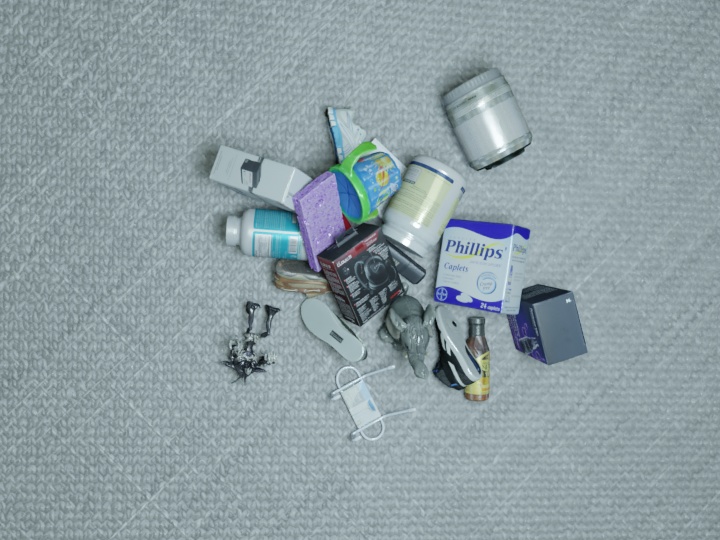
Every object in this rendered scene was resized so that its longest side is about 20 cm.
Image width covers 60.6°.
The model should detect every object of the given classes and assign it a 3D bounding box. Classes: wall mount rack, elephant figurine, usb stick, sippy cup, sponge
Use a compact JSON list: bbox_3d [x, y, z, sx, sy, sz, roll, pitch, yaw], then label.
[{"bbox_3d":[0.028,0.316,1.491,0.172,0.075,0.202,-27,96,-5],"label":"wall mount rack"},{"bbox_3d":[0.123,0.136,1.430,0.142,0.200,0.155,-45,96,-2],"label":"elephant figurine"},{"bbox_3d":[0.073,-0.038,1.486,0.199,0.055,0.033,37,46,-11],"label":"usb stick"},{"bbox_3d":[0.016,-0.195,1.363,0.130,0.178,0.141,-32,91,-21],"label":"sippy cup"},{"bbox_3d":[-0.085,-0.106,1.369,0.111,0.030,0.202,-42,139,-31],"label":"sponge"}]

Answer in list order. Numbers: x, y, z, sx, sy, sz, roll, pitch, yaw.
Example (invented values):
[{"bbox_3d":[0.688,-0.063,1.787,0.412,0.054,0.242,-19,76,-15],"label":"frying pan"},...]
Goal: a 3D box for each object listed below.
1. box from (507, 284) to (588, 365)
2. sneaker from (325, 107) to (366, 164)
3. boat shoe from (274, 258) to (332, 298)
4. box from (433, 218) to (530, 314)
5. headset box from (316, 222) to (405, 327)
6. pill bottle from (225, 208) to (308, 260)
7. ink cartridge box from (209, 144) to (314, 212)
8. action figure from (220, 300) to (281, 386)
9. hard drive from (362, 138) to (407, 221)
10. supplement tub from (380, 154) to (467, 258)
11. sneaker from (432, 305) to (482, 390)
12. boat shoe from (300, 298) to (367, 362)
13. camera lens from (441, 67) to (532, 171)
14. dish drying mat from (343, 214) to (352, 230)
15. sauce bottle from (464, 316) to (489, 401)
[{"bbox_3d":[0.434,0.123,1.466,0.103,0.200,0.150,-16,94,-6],"label":"box"},{"bbox_3d":[-0.023,-0.292,1.445,0.085,0.075,0.203,-10,83,-9],"label":"sneaker"},{"bbox_3d":[-0.112,0.026,1.469,0.197,0.076,0.072,12,121,-16],"label":"boat shoe"},{"bbox_3d":[0.282,-0.011,1.442,0.182,0.104,0.203,9,92,38],"label":"box"},{"bbox_3d":[0.000,0.000,1.407,0.148,0.077,0.202,-37,120,-24],"label":"headset box"},{"bbox_3d":[-0.208,-0.085,1.426,0.197,0.111,0.113,5,92,-7],"label":"pill bottle"},{"bbox_3d":[-0.207,-0.196,1.365,0.198,0.145,0.085,20,89,22],"label":"ink cartridge box"},{"bbox_3d":[-0.254,0.178,1.439,0.117,0.102,0.203,15,89,-19],"label":"action figure"},{"bbox_3d":[0.065,-0.201,1.495,0.200,0.025,0.132,42,88,-7],"label":"hard drive"},{"bbox_3d":[0.141,-0.146,1.421,0.144,0.145,0.202,29,89,-7],"label":"supplement tub"},{"bbox_3d":[0.205,0.198,1.509,0.072,0.112,0.202,-2,60,-46],"label":"sneaker"},{"bbox_3d":[-0.063,0.146,1.473,0.200,0.064,0.071,44,93,17],"label":"boat shoe"},{"bbox_3d":[0.299,-0.348,1.448,0.158,0.160,0.202,-27,95,-5],"label":"camera lens"},{"bbox_3d":[-0.030,-0.055,1.484,0.077,0.018,0.201,-36,97,-30],"label":"dish drying mat"},{"bbox_3d":[0.287,0.217,1.521,0.065,0.066,0.203,-1,95,-7],"label":"sauce bottle"}]
